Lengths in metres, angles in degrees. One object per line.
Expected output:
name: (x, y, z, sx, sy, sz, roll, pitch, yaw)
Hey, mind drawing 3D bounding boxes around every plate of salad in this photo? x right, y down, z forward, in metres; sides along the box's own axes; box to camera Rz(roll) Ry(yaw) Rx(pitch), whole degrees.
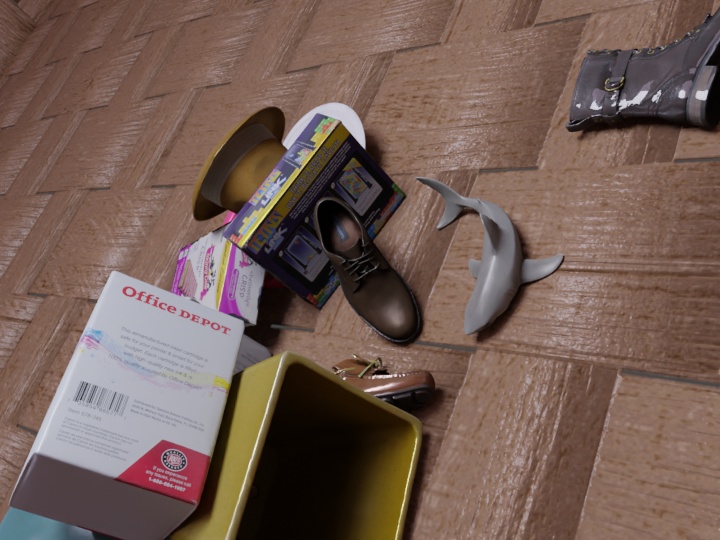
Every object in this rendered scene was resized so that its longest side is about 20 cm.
plate of salad: (-0.061, -0.152, 1.092, 0.200, 0.048, 0.200, -17, 65, 39)

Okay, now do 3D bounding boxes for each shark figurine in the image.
shark figurine: (0.140, -0.047, 0.830, 0.128, 0.089, 0.215, -29, 47, 18)

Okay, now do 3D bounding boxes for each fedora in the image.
fedora: (-0.140, -0.125, 0.980, 0.082, 0.201, 0.201, 36, 84, 7)

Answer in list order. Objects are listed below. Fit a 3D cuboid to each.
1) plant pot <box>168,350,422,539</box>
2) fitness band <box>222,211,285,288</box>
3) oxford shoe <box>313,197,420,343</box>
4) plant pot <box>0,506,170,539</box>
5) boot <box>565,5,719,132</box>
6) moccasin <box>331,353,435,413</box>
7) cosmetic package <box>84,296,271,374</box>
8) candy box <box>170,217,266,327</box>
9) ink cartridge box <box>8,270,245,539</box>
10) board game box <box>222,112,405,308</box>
plant pot: (-0.088, 0.218, 0.749, 0.200, 0.195, 0.194, -16, 50, 46)
fitness band: (-0.142, -0.055, 1.078, 0.200, 0.037, 0.144, 31, 98, 46)
oxford shoe: (0.000, 0.000, 0.860, 0.073, 0.084, 0.200, -36, 80, 2)
plant pot: (-0.271, 0.293, 0.802, 0.161, 0.200, 0.201, -36, 41, 36)
boot: (0.334, -0.243, 0.828, 0.174, 0.069, 0.200, 15, 72, 44)
moccasin: (-0.008, 0.130, 0.831, 0.201, 0.074, 0.078, -13, 56, 36)
cosmetic package: (-0.255, 0.156, 0.942, 0.200, 0.167, 0.166, -13, 52, 32)
candy box: (-0.205, 0.019, 1.027, 0.200, 0.061, 0.136, -19, 58, 52)
ink cartridge box: (-0.220, 0.134, 0.710, 0.145, 0.145, 0.200, -48, 24, 45)
board game box: (-0.055, -0.074, 0.952, 0.200, 0.165, 0.057, -52, 42, -6)
